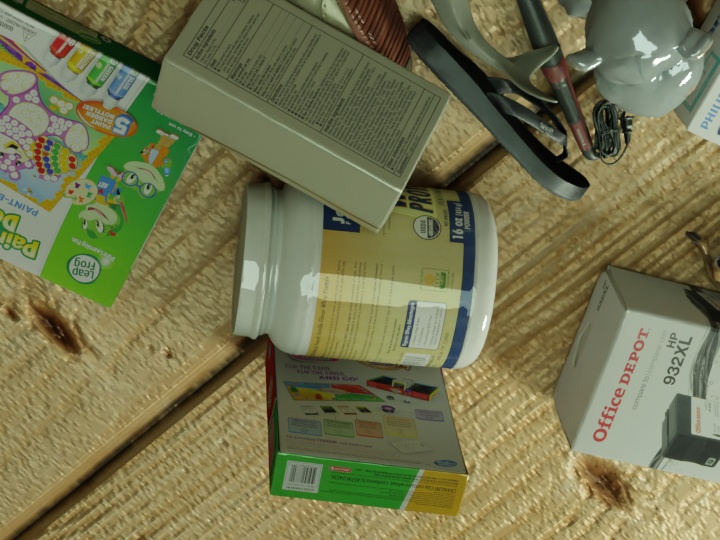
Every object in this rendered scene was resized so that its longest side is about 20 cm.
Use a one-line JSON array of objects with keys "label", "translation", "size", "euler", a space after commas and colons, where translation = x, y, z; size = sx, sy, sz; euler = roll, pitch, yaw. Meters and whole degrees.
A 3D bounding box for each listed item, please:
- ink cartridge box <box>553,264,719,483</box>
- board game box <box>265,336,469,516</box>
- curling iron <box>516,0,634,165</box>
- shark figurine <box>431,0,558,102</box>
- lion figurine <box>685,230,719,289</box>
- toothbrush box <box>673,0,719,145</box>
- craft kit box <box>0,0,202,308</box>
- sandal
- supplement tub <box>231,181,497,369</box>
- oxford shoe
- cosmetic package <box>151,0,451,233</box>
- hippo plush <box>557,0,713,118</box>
[{"label": "ink cartridge box", "translation": [0.287, 0.097, 1.340], "size": [0.198, 0.084, 0.146], "euler": [13, 114, -11]}, {"label": "board game box", "translation": [0.000, 0.119, 1.261], "size": [0.151, 0.200, 0.041], "euler": [8, 116, -8]}, {"label": "curling iron", "translation": [0.161, -0.172, 1.234], "size": [0.049, 0.026, 0.201], "euler": [-37, 110, -10]}, {"label": "shark figurine", "translation": [0.077, -0.225, 1.154], "size": [0.127, 0.090, 0.216], "euler": [-11, 105, 4]}, {"label": "lion figurine", "translation": [0.371, 0.001, 1.311], "size": [0.198, 0.073, 0.123], "euler": [7, 157, 8]}, {"label": "toothbrush box", "translation": [0.367, -0.150, 1.228], "size": [0.199, 0.085, 0.147], "euler": [24, 112, -14]}, {"label": "craft kit box", "translation": [-0.245, -0.096, 1.226], "size": [0.199, 0.049, 0.198], "euler": [25, 114, -15]}, {"label": "sandal", "translation": [0.119, -0.128, 1.221], "size": [0.043, 0.076, 0.200], "euler": [-42, 112, 15]}, {"label": "supplement tub", "translation": [0.000, 0.000, 1.235], "size": [0.198, 0.145, 0.146], "euler": [6, 115, -8]}, {"label": "oxford shoe", "translation": [-0.031, -0.214, 1.184], "size": [0.073, 0.071, 0.201], "euler": [-19, 119, 33]}, {"label": "cosmetic package", "translation": [-0.045, -0.128, 1.159], "size": [0.199, 0.104, 0.073], "euler": [29, 151, 0]}, {"label": "hippo plush", "translation": [0.218, -0.206, 1.110], "size": [0.158, 0.162, 0.200], "euler": [-13, 150, 10]}]
